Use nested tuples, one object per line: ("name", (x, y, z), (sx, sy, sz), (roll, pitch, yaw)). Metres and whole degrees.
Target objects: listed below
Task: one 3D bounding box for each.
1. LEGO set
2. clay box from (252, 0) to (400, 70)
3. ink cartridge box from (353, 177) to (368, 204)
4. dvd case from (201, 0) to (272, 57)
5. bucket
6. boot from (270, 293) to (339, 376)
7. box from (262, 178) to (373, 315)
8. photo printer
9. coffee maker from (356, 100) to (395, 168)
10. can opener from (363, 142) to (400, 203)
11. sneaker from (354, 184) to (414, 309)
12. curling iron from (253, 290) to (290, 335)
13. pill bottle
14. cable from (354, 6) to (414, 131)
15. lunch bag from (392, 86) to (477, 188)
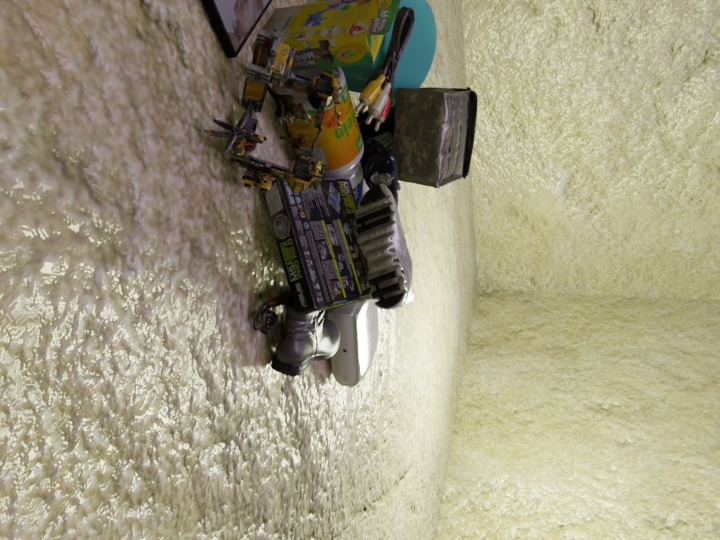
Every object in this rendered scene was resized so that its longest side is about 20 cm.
("LEGO set", (-0.095, -0.207, 0.721), (0.116, 0.153, 0.201), (144, -32, -69))
("clay box", (-0.042, -0.340, 0.805), (0.048, 0.199, 0.115), (71, 28, -48))
("ink cartridge box", (-0.042, -0.066, 0.991), (0.044, 0.093, 0.201), (57, 35, -62))
("dvd case", (-0.159, -0.395, 0.729), (0.143, 0.017, 0.201), (70, 28, -48))
("bucket", (0.033, -0.411, 1.010), (0.207, 0.134, 0.208), (-31, 135, -37))
("boot", (-0.072, 0.082, 0.924), (0.200, 0.069, 0.132), (-37, 144, -69))
("box", (-0.054, -0.042, 0.866), (0.160, 0.044, 0.201), (-10, 81, -50))
("photo printer", (-0.011, 0.125, 1.152), (0.167, 0.069, 0.201), (-61, 153, -54))
("coffee maker", (0.029, -0.257, 1.130), (0.200, 0.192, 0.135), (-42, 114, -38))
("can opener", (0.043, -0.126, 1.004), (0.079, 0.063, 0.201), (-74, 161, -55))
("sneaker", (0.043, -0.036, 0.891), (0.081, 0.075, 0.201), (8, 71, -58))
("curling iron", (-0.122, 0.053, 0.894), (0.200, 0.025, 0.050), (-42, 153, -72))
("pill bottle", (-0.056, -0.224, 0.916), (0.200, 0.110, 0.112), (69, 29, -50))
("cable", (0.054, -0.328, 0.932), (0.201, 0.050, 0.097), (-60, 150, 1))
("lunch bag", (0.149, -0.251, 1.032), (0.200, 0.117, 0.165), (-28, 127, -53))
